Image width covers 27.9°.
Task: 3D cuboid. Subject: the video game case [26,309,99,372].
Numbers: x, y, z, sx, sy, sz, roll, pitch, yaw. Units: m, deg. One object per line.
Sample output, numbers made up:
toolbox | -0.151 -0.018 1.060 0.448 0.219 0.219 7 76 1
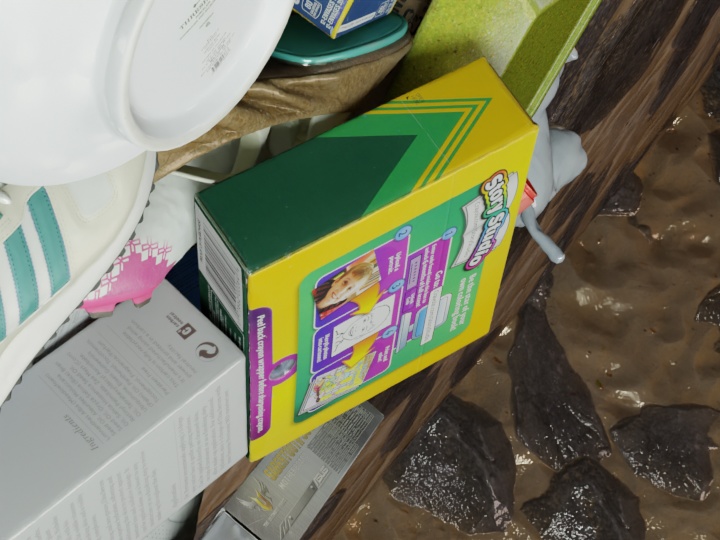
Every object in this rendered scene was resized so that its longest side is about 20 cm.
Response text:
video game case | -0.221 0.097 0.722 0.181 0.024 0.201 -24 150 -54

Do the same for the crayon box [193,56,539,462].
crayon box | 0.000 0.000 0.779 0.171 0.058 0.201 -28 153 -20

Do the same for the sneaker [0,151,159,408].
sneaker | -0.155 -0.012 0.577 0.201 0.070 0.093 -57 156 -7

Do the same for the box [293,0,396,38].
box | 0.020 -0.213 0.679 0.070 0.064 0.201 -36 159 -56

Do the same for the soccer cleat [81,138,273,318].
soccer cleat | -0.103 -0.044 0.738 0.200 0.069 0.087 -32 135 -55

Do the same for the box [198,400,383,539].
box | -0.072 0.170 0.908 0.159 0.048 0.200 -54 177 26

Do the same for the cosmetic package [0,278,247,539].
cosmetic package | -0.151 0.105 0.726 0.199 0.071 0.102 -38 154 -27

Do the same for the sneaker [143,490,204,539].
sneaker | -0.145 0.145 0.835 0.100 0.077 0.200 -65 173 24

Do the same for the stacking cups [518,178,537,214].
stacking cups | 0.023 -0.003 0.928 0.199 0.061 0.060 -39 170 9

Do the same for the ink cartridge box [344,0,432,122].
ink cartridge box | 0.053 -0.185 0.866 0.201 0.075 0.165 -57 169 16

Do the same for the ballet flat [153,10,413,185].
ballet flat | -0.050 -0.081 0.711 0.199 0.067 0.073 -24 128 -47

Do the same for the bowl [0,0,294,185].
bowl | -0.082 -0.104 0.488 0.201 0.090 0.202 -48 160 -23

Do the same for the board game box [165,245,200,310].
board game box | -0.159 0.096 0.922 0.200 0.056 0.197 -36 160 -55

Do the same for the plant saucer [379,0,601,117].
plant saucer | 0.084 -0.130 0.852 0.200 0.048 0.201 -39 163 -48

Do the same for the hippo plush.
hippo plush | 0.100 -0.126 1.168 0.200 0.157 0.163 -61 151 -58
